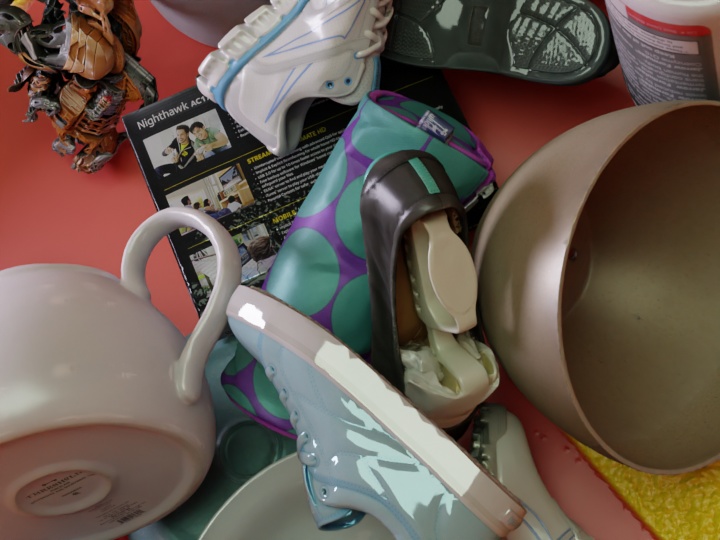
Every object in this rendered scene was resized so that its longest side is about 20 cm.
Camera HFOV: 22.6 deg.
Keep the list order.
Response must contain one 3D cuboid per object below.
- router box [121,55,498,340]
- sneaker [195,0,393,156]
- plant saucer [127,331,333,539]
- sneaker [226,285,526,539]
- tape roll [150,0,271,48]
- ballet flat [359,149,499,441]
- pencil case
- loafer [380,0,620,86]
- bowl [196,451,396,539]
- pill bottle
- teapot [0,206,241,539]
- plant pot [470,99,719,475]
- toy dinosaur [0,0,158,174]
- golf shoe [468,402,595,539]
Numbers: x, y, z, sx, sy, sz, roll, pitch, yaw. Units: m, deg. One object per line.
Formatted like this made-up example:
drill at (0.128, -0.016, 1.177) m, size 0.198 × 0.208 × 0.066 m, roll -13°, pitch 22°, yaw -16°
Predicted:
router box at (-0.031, -0.064, 1.121) m, size 0.198 × 0.051 × 0.150 m, roll -23°, pitch 68°, yaw -4°
sneaker at (-0.005, -0.148, 1.063) m, size 0.087 × 0.075 × 0.200 m, roll 49°, pitch 116°, yaw 11°
plant saucer at (-0.064, 0.113, 1.099) m, size 0.198 × 0.036 × 0.202 m, roll -5°, pitch 71°, yaw 15°
sneaker at (-0.012, 0.089, 0.936) m, size 0.200 × 0.074 × 0.082 m, roll 40°, pitch 87°, yaw 24°
tape roll at (-0.080, -0.262, 1.168) m, size 0.201 × 0.139 × 0.205 m, roll -5°, pitch 71°, yaw 15°
ballet flat at (0.038, 0.032, 0.970) m, size 0.068 × 0.201 × 0.068 m, roll -25°, pitch 35°, yaw -18°
pencil case at (0.000, 0.000, 1.030) m, size 0.092 × 0.085 × 0.201 m, roll 29°, pitch 97°, yaw 11°
loafer at (0.065, -0.151, 1.098) m, size 0.199 × 0.063 × 0.073 m, roll 21°, pitch 96°, yaw 23°
bowl at (-0.002, 0.203, 0.992) m, size 0.199 × 0.090 × 0.203 m, roll -12°, pitch 61°, yaw 23°
pill bottle at (0.197, -0.142, 1.011) m, size 0.113 × 0.200 × 0.115 m, roll -6°, pitch 65°, yaw 13°
teapot at (-0.177, 0.061, 1.027) m, size 0.198 × 0.198 × 0.147 m, roll -3°, pitch 58°, yaw -18°
plant pot at (0.138, 0.001, 1.010) m, size 0.134 × 0.200 × 0.202 m, roll 13°, pitch 74°, yaw 51°
toy dinosaur at (-0.182, -0.154, 1.141) m, size 0.135 × 0.102 × 0.201 m, roll 26°, pitch 116°, yaw 11°
golf shoe at (0.112, 0.171, 1.022) m, size 0.096 × 0.078 × 0.202 m, roll -8°, pitch 74°, yaw -6°
